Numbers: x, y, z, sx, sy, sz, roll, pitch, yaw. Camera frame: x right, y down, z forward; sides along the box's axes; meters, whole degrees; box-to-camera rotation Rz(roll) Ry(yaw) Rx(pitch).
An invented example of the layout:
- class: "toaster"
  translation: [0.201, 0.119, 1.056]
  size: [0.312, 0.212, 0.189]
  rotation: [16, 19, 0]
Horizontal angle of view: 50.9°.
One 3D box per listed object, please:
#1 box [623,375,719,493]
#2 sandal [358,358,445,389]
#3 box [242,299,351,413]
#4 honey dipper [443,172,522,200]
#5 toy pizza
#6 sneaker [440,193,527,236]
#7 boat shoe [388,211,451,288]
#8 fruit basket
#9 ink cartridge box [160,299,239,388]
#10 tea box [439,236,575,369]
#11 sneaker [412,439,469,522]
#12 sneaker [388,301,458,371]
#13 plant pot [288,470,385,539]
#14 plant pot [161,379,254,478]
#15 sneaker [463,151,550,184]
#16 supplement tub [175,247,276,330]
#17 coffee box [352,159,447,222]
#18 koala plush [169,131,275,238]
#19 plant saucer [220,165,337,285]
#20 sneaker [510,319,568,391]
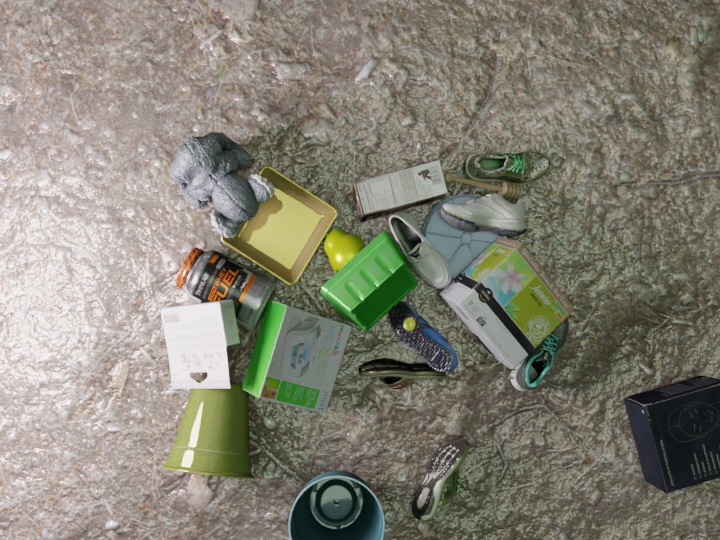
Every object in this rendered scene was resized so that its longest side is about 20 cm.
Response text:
- class: "box"
  translation: [0.724, 0.362, 1.690]
  size: [0.194, 0.124, 0.203]
  rotation: [-15, 90, -4]
- class: "sandal"
  translation: [0.093, 0.240, 1.696]
  size: [0.198, 0.080, 0.058]
  rotation: [6, 102, -2]
- class: "box"
  translation: [-0.138, 0.188, 1.640]
  size: [0.175, 0.096, 0.203]
  rotation: [21, 84, -32]
- class: "honey dipper"
  translation: [0.272, -0.191, 1.699]
  size: [0.197, 0.038, 0.039]
  rotation: [7, 88, -21]
- class: "toy pizza"
  translation: [0.238, -0.072, 1.729]
  size: [0.197, 0.032, 0.204]
  rotation: [0, 90, -2]
- class: "sneaker"
  translation: [0.275, -0.130, 1.689]
  size: [0.197, 0.075, 0.089]
  rotation: [8, 78, -9]
- class: "boat shoe"
  translation: [0.126, -0.041, 1.683]
  size: [0.073, 0.065, 0.201]
  rotation: [-42, 82, 21]
- class: "fruit basket"
  translation: [0.000, 0.000, 1.685]
  size: [0.213, 0.156, 0.218]
  rotation: [-15, 51, 20]
- class: "ink cartridge box"
  translation: [-0.338, 0.160, 1.611]
  size: [0.198, 0.044, 0.179]
  rotation: [-7, 92, 39]
- class: "tea box"
  translation: [0.321, 0.067, 1.661]
  size: [0.197, 0.134, 0.200]
  rotation: [-43, 103, -3]
- class: "sneaker"
  translation: [0.195, 0.476, 1.701]
  size: [0.088, 0.077, 0.202]
  rotation: [33, 87, -29]
- class: "sneaker"
  translation: [0.143, 0.151, 1.712]
  size: [0.200, 0.078, 0.066]
  rotation: [46, 106, 17]
- class: "plant pot"
  translation: [-0.052, 0.522, 1.625]
  size: [0.197, 0.188, 0.204]
  rotation: [0, 88, -3]
- class: "plant pot"
  translation: [-0.315, 0.340, 1.634]
  size: [0.197, 0.200, 0.193]
  rotation: [6, 77, -2]
- class: "sneaker"
  translation: [0.336, -0.235, 1.708]
  size: [0.197, 0.089, 0.078]
  rotation: [-5, 89, -3]
- class: "supplement tub"
  translation: [-0.296, 0.037, 1.661]
  size: [0.198, 0.123, 0.124]
  rotation: [26, 88, -1]
- class: "coffee box"
  translation: [0.084, -0.176, 1.686]
  size: [0.197, 0.113, 0.081]
  rotation: [-16, 89, -2]
- class: "koala plush"
  translation: [-0.292, -0.178, 1.617]
  size: [0.177, 0.184, 0.200]
  rotation: [-41, 75, -1]
- class: "plant saucer"
  translation: [-0.181, -0.099, 1.706]
  size: [0.198, 0.048, 0.202]
  rotation: [32, 87, -1]
- class: "sneaker"
  translation: [0.416, 0.187, 1.699]
  size: [0.077, 0.091, 0.202]
  rotation: [29, 88, -2]
